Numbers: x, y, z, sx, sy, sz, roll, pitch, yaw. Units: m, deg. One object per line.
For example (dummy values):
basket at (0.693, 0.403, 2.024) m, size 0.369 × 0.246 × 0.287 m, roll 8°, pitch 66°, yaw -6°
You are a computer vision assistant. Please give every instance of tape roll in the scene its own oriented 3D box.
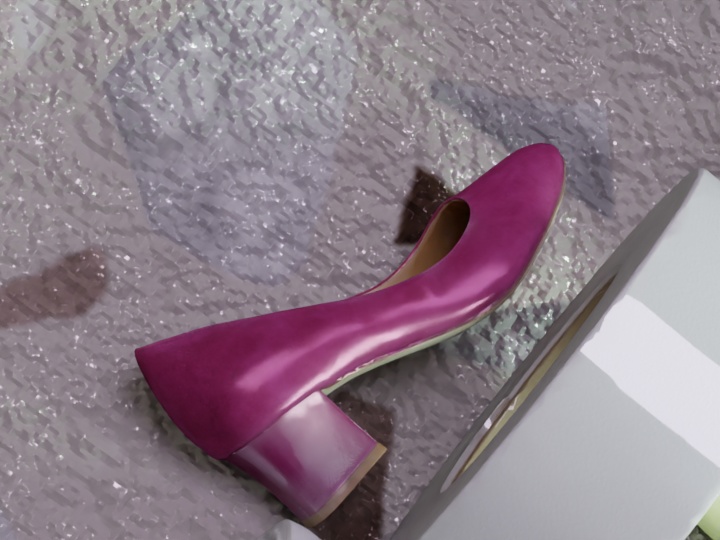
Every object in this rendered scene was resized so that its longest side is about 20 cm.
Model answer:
tape roll at (0.088, 0.060, 1.095) m, size 0.071 × 0.202 × 0.203 m, roll 38°, pitch 55°, yaw 0°

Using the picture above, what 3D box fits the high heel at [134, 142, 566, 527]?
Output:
high heel at (0.000, 0.000, 1.172) m, size 0.096 × 0.067 × 0.200 m, roll 43°, pitch 67°, yaw -9°

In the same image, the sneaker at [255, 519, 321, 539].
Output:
sneaker at (-0.029, 0.189, 1.059) m, size 0.082 × 0.074 × 0.200 m, roll 28°, pitch 58°, yaw -25°

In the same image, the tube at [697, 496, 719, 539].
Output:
tube at (0.205, 0.131, 1.202) m, size 0.200 × 0.052 × 0.058 m, roll 47°, pitch 19°, yaw 9°
